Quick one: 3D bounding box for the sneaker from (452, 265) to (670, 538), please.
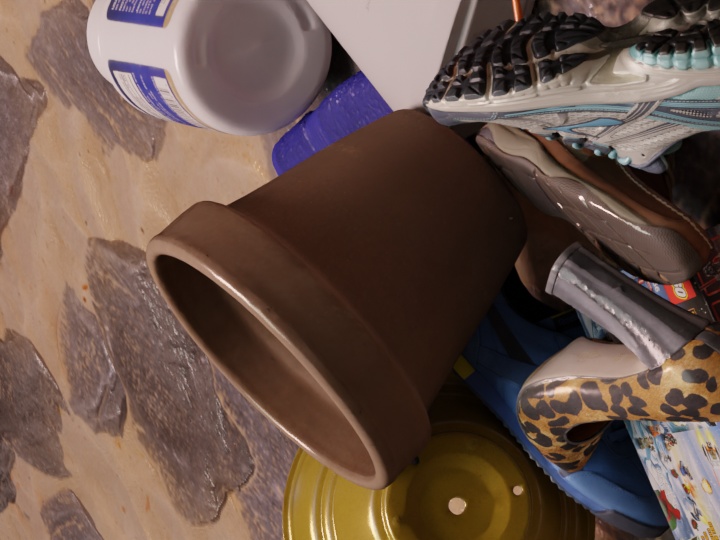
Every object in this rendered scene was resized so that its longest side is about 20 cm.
[{"bbox_3d":[0.129,0.075,1.519,0.200,0.066,0.078,47,111,12],"label":"sneaker"}]

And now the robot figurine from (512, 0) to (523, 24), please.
[{"bbox_3d":[0.057,-0.234,1.348,0.200,0.144,0.117,55,167,12],"label":"robot figurine"}]

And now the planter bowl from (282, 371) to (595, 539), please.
[{"bbox_3d":[0.054,0.149,1.529,0.201,0.200,0.083,63,169,8],"label":"planter bowl"}]

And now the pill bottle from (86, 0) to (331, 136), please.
[{"bbox_3d":[-0.114,-0.161,1.729,0.200,0.120,0.120,18,126,61],"label":"pill bottle"}]

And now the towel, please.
[{"bbox_3d":[0.022,-0.057,1.645,0.148,0.050,0.200,59,153,2],"label":"towel"}]

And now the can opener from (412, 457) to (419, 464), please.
[{"bbox_3d":[0.004,0.057,1.647,0.067,0.053,0.200,32,-140,-79],"label":"can opener"}]

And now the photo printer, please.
[{"bbox_3d":[0.021,-0.199,1.500,0.200,0.069,0.166,54,151,26],"label":"photo printer"}]

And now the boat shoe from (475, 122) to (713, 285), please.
[{"bbox_3d":[0.137,-0.057,1.375,0.076,0.072,0.200,50,175,-37],"label":"boat shoe"}]

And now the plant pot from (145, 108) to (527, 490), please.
[{"bbox_3d":[0.000,0.000,1.469,0.200,0.175,0.200,41,164,14],"label":"plant pot"}]

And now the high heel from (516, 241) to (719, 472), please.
[{"bbox_3d":[0.161,0.085,1.387,0.143,0.071,0.200,35,150,24],"label":"high heel"}]

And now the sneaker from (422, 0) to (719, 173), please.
[{"bbox_3d":[0.128,-0.086,1.306,0.200,0.078,0.086,-5,124,29],"label":"sneaker"}]

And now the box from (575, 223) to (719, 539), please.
[{"bbox_3d":[0.202,0.083,1.412,0.200,0.040,0.137,67,155,2],"label":"box"}]
